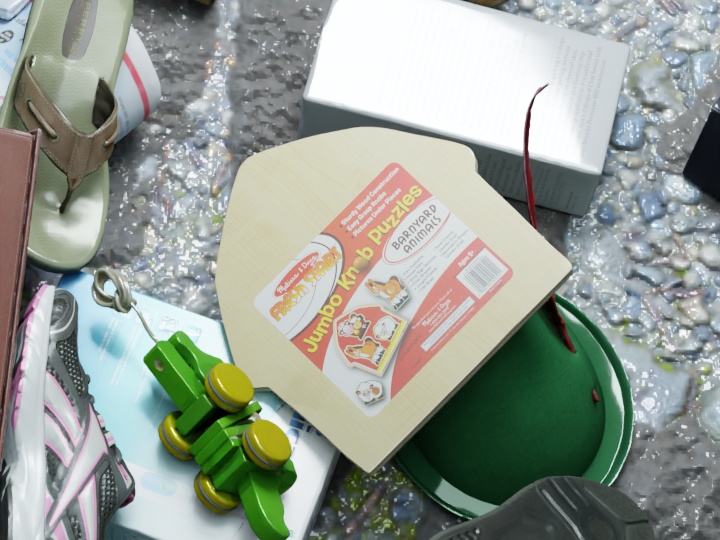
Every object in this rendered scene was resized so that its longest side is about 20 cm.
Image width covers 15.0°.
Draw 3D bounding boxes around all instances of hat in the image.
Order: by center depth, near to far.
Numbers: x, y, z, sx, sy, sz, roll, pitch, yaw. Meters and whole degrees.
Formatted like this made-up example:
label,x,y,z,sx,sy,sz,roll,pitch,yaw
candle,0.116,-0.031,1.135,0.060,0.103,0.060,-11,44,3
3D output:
label,x,y,z,sx,sy,sz,roll,pitch,yaw
hat,0.094,0.039,1.673,0.165,0.176,0.200,-31,73,-19

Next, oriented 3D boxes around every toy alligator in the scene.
label,x,y,z,sx,sy,sz,roll,pitch,yaw
toy alligator,-0.089,0.076,1.619,0.054,0.059,0.200,-8,59,-55

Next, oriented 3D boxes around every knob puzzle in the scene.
label,x,y,z,sx,sy,sz,roll,pitch,yaw
knob puzzle,0.000,0.000,1.663,0.219,0.030,0.220,-3,72,11

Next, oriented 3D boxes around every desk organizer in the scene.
label,x,y,z,sx,sy,sz,roll,pitch,yaw
desk organizer,-0.245,0.013,1.574,0.077,0.072,0.201,11,80,-32

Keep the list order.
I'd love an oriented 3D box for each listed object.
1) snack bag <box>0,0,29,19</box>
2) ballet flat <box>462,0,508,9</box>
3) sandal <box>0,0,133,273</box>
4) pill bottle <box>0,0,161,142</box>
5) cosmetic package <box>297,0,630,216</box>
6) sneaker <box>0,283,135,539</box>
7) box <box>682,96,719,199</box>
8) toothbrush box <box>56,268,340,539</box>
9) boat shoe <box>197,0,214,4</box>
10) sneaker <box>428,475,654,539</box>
label,x,y,z,sx,sy,sz,roll,pitch,yaw
snack bag,-0.222,-0.247,1.804,0.188,0.021,0.200,21,62,40
ballet flat,0.030,-0.255,1.849,0.200,0.072,0.068,38,45,11
sandal,-0.181,-0.099,1.666,0.080,0.057,0.202,10,82,-20
pill bottle,-0.232,-0.090,1.735,0.200,0.109,0.109,-41,76,-20
cosmetic package,0.067,-0.116,1.796,0.199,0.071,0.102,16,66,1
sneaker,-0.174,0.111,1.593,0.086,0.080,0.201,12,67,-24
box,0.347,-0.105,1.802,0.182,0.104,0.200,36,68,9
toothbrush box,-0.116,0.107,1.675,0.199,0.085,0.147,19,67,3
boat shoe,-0.099,-0.278,1.852,0.063,0.073,0.201,17,73,-3
sneaker,0.091,0.193,1.672,0.199,0.114,0.076,-19,62,-43
